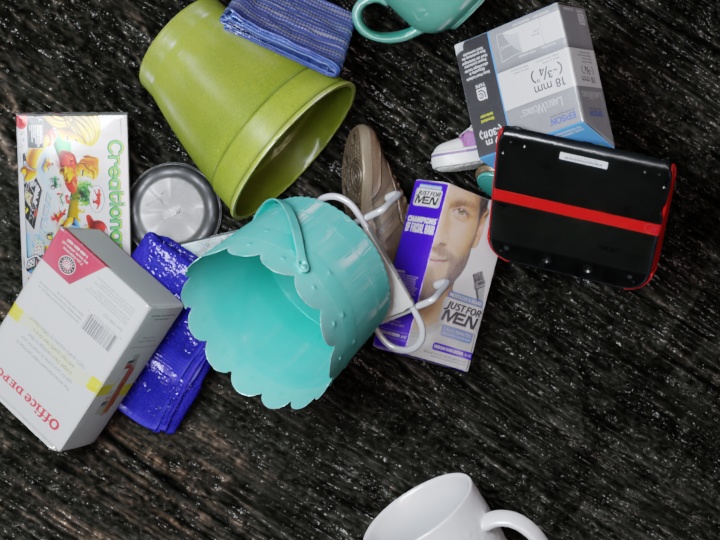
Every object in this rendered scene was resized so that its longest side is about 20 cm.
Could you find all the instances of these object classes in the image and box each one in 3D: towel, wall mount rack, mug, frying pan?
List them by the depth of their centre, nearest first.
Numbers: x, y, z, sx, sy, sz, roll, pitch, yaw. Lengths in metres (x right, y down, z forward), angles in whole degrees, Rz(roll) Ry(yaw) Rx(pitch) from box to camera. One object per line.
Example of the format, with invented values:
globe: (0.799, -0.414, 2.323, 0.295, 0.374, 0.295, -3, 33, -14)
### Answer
wall mount rack: (0.000, 0.000, 1.559, 0.172, 0.075, 0.202, -22, 104, 36)
towel: (-0.076, -0.287, 1.582, 0.143, 0.201, 0.024, 24, 118, -7)
mug: (0.128, 0.338, 1.593, 0.198, 0.148, 0.177, -25, 103, 29)
towel: (-0.230, 0.074, 1.598, 0.147, 0.050, 0.201, 31, 102, -5)
mug: (0.090, -0.342, 1.628, 0.114, 0.185, 0.152, 43, 45, -7)
frying pan: (-0.219, -0.031, 1.639, 0.113, 0.031, 0.193, 0, 87, -4)

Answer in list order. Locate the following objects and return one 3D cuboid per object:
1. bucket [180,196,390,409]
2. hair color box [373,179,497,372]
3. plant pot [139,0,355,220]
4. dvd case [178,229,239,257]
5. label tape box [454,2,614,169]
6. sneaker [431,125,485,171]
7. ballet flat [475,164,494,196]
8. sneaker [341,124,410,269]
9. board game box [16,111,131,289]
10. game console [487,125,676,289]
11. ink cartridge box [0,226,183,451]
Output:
bucket: (-0.076, 0.029, 1.489, 0.208, 0.207, 0.135, 50, 49, -3)
hair color box: (0.096, 0.006, 1.632, 0.108, 0.064, 0.203, 17, 85, -39)
plant pot: (-0.141, -0.197, 1.579, 0.193, 0.200, 0.201, 43, 85, 8)
dvd case: (-0.116, 0.020, 1.638, 0.197, 0.022, 0.148, -12, 101, -6)
label tape box: (0.197, -0.176, 1.559, 0.143, 0.063, 0.203, -17, 82, 38)
sneaker: (0.163, -0.188, 1.665, 0.198, 0.073, 0.116, -18, 90, -18)
ballet flat: (0.232, -0.091, 1.676, 0.198, 0.068, 0.073, 28, 66, -5)
sneaker: (0.026, -0.072, 1.655, 0.075, 0.070, 0.203, -5, 95, -23)
board game box: (-0.326, -0.079, 1.604, 0.124, 0.035, 0.203, -1, 101, -6)
game console: (0.241, -0.069, 1.558, 0.197, 0.031, 0.179, 13, 128, 13)
ink cartridge box: (-0.313, 0.075, 1.551, 0.145, 0.083, 0.201, 39, 103, 16)
